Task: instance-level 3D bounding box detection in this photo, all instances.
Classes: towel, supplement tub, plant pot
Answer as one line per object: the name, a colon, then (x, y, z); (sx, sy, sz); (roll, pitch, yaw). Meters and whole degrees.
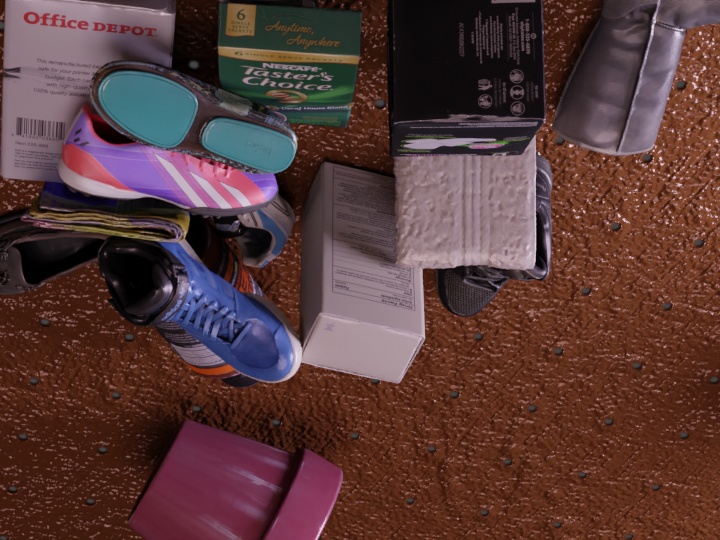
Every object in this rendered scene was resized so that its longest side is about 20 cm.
towel: (0.094, -0.101, 1.635); (0.132, 0.034, 0.201); (0, 94, -1)
supplement tub: (-0.150, 0.035, 1.761); (0.107, 0.107, 0.200); (-17, 141, 14)
plant pot: (-0.142, 0.257, 1.924); (0.179, 0.200, 0.200); (29, 127, -6)
towel: (-0.224, -0.062, 1.635); (0.143, 0.200, 0.023); (6, 104, -4)

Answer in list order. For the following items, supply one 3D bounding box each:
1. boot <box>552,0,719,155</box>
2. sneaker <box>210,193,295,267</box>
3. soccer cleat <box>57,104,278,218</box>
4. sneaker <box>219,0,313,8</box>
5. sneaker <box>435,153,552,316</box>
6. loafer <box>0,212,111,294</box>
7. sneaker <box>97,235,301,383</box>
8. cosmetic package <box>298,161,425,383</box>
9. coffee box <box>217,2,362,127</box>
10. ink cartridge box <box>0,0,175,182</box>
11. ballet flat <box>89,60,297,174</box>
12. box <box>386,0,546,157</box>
boot: (0.275, -0.187, 1.602); (0.181, 0.073, 0.201); (13, 125, 6)
sneaker: (-0.121, -0.078, 1.676); (0.072, 0.073, 0.200); (3, 144, 31)
soccer cleat: (-0.162, -0.097, 1.578); (0.199, 0.068, 0.073); (7, 125, -19)
sneaker: (-0.131, -0.260, 1.520); (0.199, 0.075, 0.115); (21, 171, 19)
sneaker: (0.126, -0.009, 1.732); (0.076, 0.114, 0.200); (19, 131, -15)
loafer: (-0.314, -0.017, 1.749); (0.199, 0.063, 0.072); (-22, 129, 18)
sneaker: (-0.148, 0.035, 1.589); (0.200, 0.111, 0.077); (43, 111, 9)
cosmetic package: (0.000, 0.000, 1.676); (0.105, 0.200, 0.071); (14, 134, -12)
coffee box: (-0.064, -0.175, 1.556); (0.122, 0.044, 0.200); (4, 167, -4)
ink cartridge box: (-0.240, -0.177, 1.593); (0.145, 0.084, 0.201); (5, 132, -8)
ballet flat: (-0.148, -0.135, 1.543); (0.200, 0.074, 0.074); (23, 128, -32)
box: (0.084, -0.178, 1.496); (0.124, 0.149, 0.200); (-1, 176, -1)
